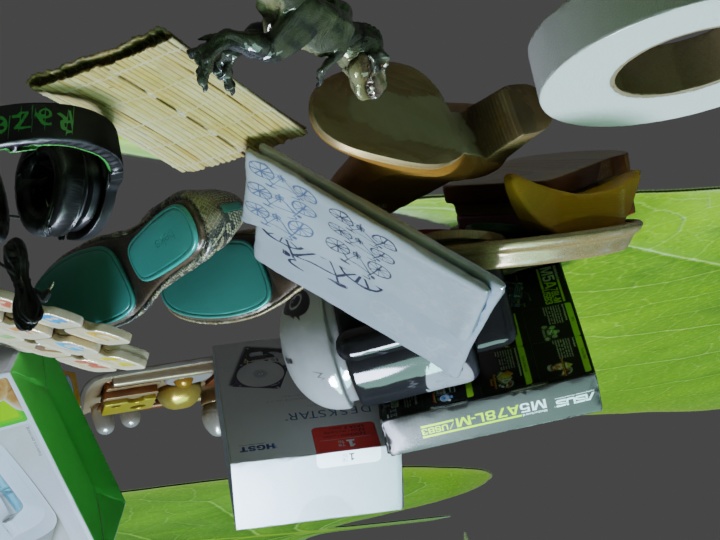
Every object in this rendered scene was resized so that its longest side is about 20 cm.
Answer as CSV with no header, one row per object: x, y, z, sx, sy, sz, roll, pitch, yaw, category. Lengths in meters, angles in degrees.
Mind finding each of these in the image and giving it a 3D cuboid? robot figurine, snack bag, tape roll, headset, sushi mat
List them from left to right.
-0.206,-0.034,1.025,0.122,0.095,0.200,-8,162,-15,headset
-0.111,-0.098,1.024,0.095,0.012,0.200,-16,164,17,sushi mat
0.000,0.000,1.164,0.188,0.021,0.200,30,160,5,snack bag
0.030,0.045,1.446,0.198,0.126,0.151,-14,146,5,robot figurine
0.204,-0.145,1.060,0.201,0.037,0.203,-12,165,-3,tape roll

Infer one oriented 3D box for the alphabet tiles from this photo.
-0.260,0.041,1.252,0.199,0.015,0.195,22,163,-32,alphabet tiles

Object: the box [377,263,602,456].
0.107,0.076,1.533,0.192,0.048,0.200,-11,-151,2,box

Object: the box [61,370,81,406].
-0.349,0.119,1.569,0.118,0.042,0.200,-18,166,19,box

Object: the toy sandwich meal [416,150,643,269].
0.108,-0.043,1.187,0.203,0.071,0.205,-6,-177,0,toy sandwich meal

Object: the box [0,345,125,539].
-0.321,0.163,1.433,0.175,0.201,0.097,-15,-155,11,box

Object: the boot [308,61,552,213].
0.015,-0.074,1.101,0.200,0.071,0.144,-5,163,-40,boot

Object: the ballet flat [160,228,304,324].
-0.060,-0.007,1.301,0.199,0.071,0.065,-16,179,26,ballet flat

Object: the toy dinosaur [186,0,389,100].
-0.047,-0.128,0.908,0.088,0.048,0.200,-30,161,10,toy dinosaur

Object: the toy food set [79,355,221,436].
-0.195,0.140,1.721,0.198,0.061,0.144,-8,165,-16,toy food set

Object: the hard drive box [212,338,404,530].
-0.052,0.144,1.578,0.155,0.200,0.077,-6,120,-8,hard drive box

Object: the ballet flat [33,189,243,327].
-0.155,-0.006,1.239,0.199,0.068,0.075,-28,174,38,ballet flat
